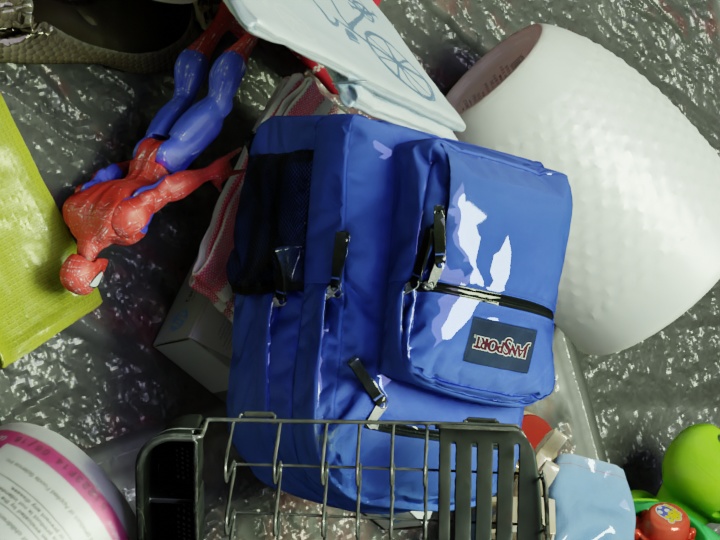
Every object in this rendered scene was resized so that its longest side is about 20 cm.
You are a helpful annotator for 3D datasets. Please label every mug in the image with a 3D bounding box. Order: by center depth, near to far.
[{"bbox_3d":[0.139,-0.072,1.373,0.175,0.147,0.200,47,24,-16],"label":"mug"}]

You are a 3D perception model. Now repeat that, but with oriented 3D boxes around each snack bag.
[{"bbox_3d":[-0.043,-0.154,1.151,0.200,0.021,0.189,20,31,-54],"label":"snack bag"}]

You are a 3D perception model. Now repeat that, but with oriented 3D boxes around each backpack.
[{"bbox_3d":[0.017,0.028,1.134,0.162,0.168,0.201,12,86,-31],"label":"backpack"}]

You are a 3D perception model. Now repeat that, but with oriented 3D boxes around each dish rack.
[{"bbox_3d":[-0.007,0.142,1.058,0.055,0.199,0.154,-82,173,-69],"label":"dish rack"}]

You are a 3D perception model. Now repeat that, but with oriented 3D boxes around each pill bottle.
[{"bbox_3d":[-0.204,0.171,1.028,0.200,0.113,0.114,-41,108,-39],"label":"pill bottle"}]

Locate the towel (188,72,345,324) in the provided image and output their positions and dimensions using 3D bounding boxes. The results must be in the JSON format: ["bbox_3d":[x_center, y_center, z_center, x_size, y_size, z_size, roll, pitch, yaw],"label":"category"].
[{"bbox_3d":[0.000,0.000,1.242,0.200,0.030,0.147,40,60,-29],"label":"towel"}]

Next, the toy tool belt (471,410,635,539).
[{"bbox_3d":[0.118,0.161,1.277,0.124,0.123,0.201,13,60,-23],"label":"toy tool belt"}]

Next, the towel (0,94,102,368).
[{"bbox_3d":[-0.206,-0.053,1.134,0.086,0.018,0.201,-35,105,-39],"label":"towel"}]

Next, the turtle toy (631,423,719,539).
[{"bbox_3d":[0.198,0.191,1.383,0.145,0.101,0.201,34,61,-31],"label":"turtle toy"}]

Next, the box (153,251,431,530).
[{"bbox_3d":[-0.011,0.034,1.273,0.200,0.041,0.157,39,59,-27],"label":"box"}]

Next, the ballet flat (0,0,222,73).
[{"bbox_3d":[-0.139,-0.144,1.186,0.199,0.046,0.068,-8,84,-47],"label":"ballet flat"}]

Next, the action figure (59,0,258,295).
[{"bbox_3d":[-0.103,-0.065,1.184,0.200,0.065,0.052,-54,134,-27],"label":"action figure"}]

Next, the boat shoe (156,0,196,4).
[{"bbox_3d":[-0.155,-0.215,1.154,0.199,0.063,0.071,33,25,-20],"label":"boat shoe"}]

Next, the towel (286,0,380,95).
[{"bbox_3d":[-0.057,-0.212,1.278,0.200,0.022,0.145,43,46,-27],"label":"towel"}]
